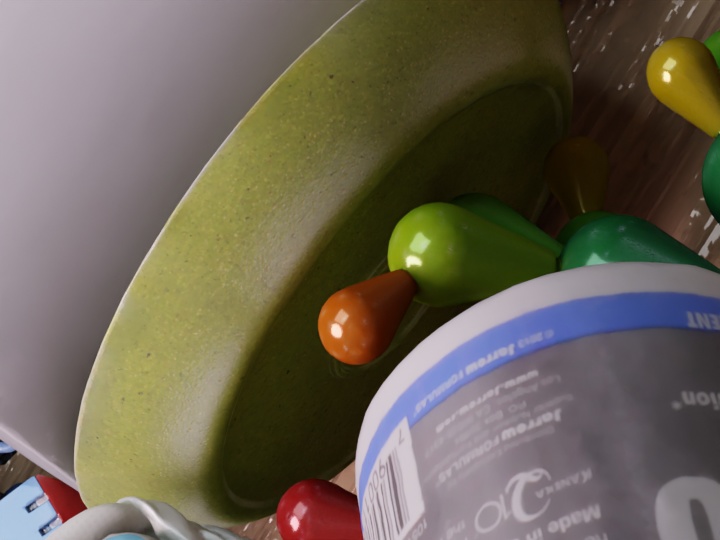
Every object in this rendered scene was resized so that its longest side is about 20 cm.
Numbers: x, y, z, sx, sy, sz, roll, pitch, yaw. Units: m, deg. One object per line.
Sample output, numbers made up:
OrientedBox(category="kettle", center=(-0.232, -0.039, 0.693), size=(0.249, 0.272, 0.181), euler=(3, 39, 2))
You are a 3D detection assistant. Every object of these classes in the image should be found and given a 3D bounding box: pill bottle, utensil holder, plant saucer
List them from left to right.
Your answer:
OrientedBox(category="utensil holder", center=(-0.079, -0.056, 0.785), size=(0.170, 0.170, 0.201), euler=(22, 76, 53))
OrientedBox(category="plant saucer", center=(0.000, 0.000, 0.759), size=(0.031, 0.200, 0.200), euler=(38, 99, 19))
OrientedBox(category="pill bottle", center=(0.065, 0.105, 0.545), size=(0.114, 0.114, 0.201), euler=(-39, 39, 26))

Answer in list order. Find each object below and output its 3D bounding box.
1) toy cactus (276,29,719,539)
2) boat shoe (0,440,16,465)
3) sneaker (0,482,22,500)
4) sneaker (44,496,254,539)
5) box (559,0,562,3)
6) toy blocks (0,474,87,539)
OrientedBox(category="toy cactus", center=(0.084, 0.017, 0.689), size=(0.164, 0.103, 0.200), euler=(11, 39, 37))
OrientedBox(category="boat shoe", center=(-0.135, 0.027, 0.901), size=(0.068, 0.084, 0.200), euler=(-31, 15, 30))
OrientedBox(category="sneaker", center=(-0.155, 0.107, 0.941), size=(0.085, 0.077, 0.201), euler=(-39, 42, 19))
OrientedBox(category="sneaker", center=(-0.040, 0.102, 0.719), size=(0.076, 0.199, 0.081), euler=(27, 118, 33))
OrientedBox(category="box", center=(0.065, -0.173, 0.890), size=(0.200, 0.039, 0.137), euler=(-50, 38, 15))
OrientedBox(category="toy blocks", center=(-0.099, 0.159, 0.814), size=(0.136, 0.100, 0.200), euler=(-36, 64, 3))
